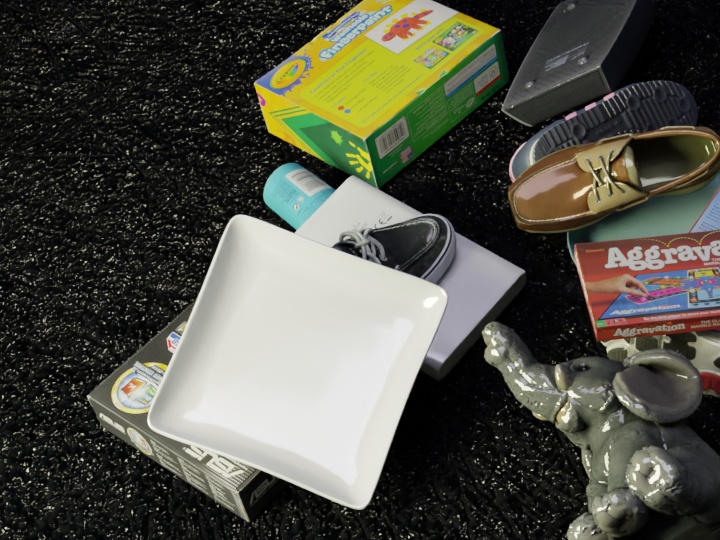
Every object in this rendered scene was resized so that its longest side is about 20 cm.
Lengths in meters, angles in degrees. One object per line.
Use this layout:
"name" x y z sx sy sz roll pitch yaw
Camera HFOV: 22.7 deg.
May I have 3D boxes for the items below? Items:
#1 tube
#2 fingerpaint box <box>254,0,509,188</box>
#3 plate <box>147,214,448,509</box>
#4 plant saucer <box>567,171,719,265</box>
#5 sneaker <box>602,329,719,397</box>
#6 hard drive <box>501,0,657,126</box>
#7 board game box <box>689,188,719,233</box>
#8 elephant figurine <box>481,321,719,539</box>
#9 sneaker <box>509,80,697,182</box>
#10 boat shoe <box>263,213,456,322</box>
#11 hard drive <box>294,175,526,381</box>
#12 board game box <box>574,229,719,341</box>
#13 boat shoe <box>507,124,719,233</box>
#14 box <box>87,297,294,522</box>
"tube" -0.012 -0.035 1.702 0.077 0.050 0.200 -40 52 -16
"fingerpaint box" 0.023 -0.191 1.830 0.167 0.073 0.200 29 59 37
"plate" -0.051 0.076 1.497 0.200 0.032 0.200 20 77 7
"plant saucer" 0.287 -0.033 1.616 0.200 0.027 0.200 -9 43 8
"sneaker" 0.292 0.061 1.499 0.200 0.081 0.083 19 36 24
"hard drive" 0.224 -0.223 1.780 0.135 0.042 0.200 -22 26 39
"board game box" 0.377 -0.002 1.521 0.200 0.019 0.103 26 58 22
"elephant figurine" 0.204 0.121 1.396 0.141 0.155 0.200 -30 48 18
"sneaker" 0.227 -0.129 1.709 0.200 0.070 0.082 -19 0 -26
"boat shoe" -0.002 -0.002 1.575 0.199 0.068 0.074 -27 55 -14
"hard drive" 0.031 0.003 1.627 0.200 0.026 0.132 31 62 25
"board game box" 0.283 0.007 1.475 0.199 0.019 0.103 -6 41 -2
"boat shoe" 0.229 -0.089 1.600 0.200 0.074 0.076 -19 84 -2
"box" -0.116 0.113 1.577 0.200 0.044 0.160 27 57 37
